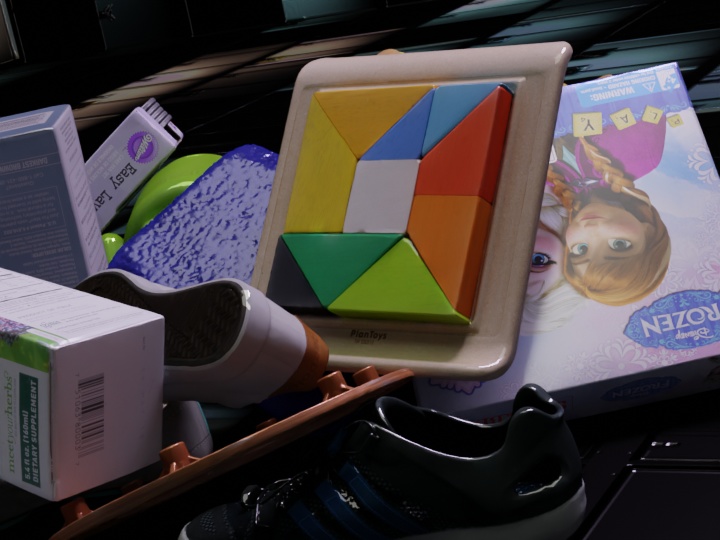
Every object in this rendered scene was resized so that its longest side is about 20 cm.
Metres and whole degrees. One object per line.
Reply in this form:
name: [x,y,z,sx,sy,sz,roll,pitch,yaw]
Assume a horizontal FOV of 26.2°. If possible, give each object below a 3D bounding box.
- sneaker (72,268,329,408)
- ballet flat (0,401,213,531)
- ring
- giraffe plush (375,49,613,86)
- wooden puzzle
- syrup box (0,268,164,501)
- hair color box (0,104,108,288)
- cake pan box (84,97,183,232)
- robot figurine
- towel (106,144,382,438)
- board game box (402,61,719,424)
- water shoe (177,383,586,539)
sneaker: [-0.097,0.047,0.845,0.084,0.074,0.199,28,-17,-38]
ballet flat: [-0.183,0.107,0.868,0.198,0.064,0.067,-15,11,-9]
ring: [-0.065,0.089,0.775,0.199,0.019,0.200,-26,-6,-3]
giraffe plush: [0.106,-0.091,1.153,0.161,0.175,0.199,-17,-23,39]
wooden puzzle: [0.017,-0.039,0.861,0.183,0.202,0.037,1,-22,36]
syrup box: [-0.198,0.047,0.806,0.198,0.080,0.081,13,18,35]
hair color box: [-0.194,0.005,0.982,0.060,0.202,0.099,-12,15,-1]
cake pan box: [-0.228,-0.058,1.310,0.200,0.052,0.184,-47,10,4]
robot figurine: [-0.124,-0.027,1.207,0.174,0.117,0.200,-20,15,2]
towel: [-0.048,0.011,0.958,0.199,0.050,0.148,32,64,33]
board game box: [0.113,-0.013,0.883,0.197,0.041,0.201,-13,57,0]
water shoe: [0.005,0.097,0.727,0.197,0.080,0.072,-9,15,11]
